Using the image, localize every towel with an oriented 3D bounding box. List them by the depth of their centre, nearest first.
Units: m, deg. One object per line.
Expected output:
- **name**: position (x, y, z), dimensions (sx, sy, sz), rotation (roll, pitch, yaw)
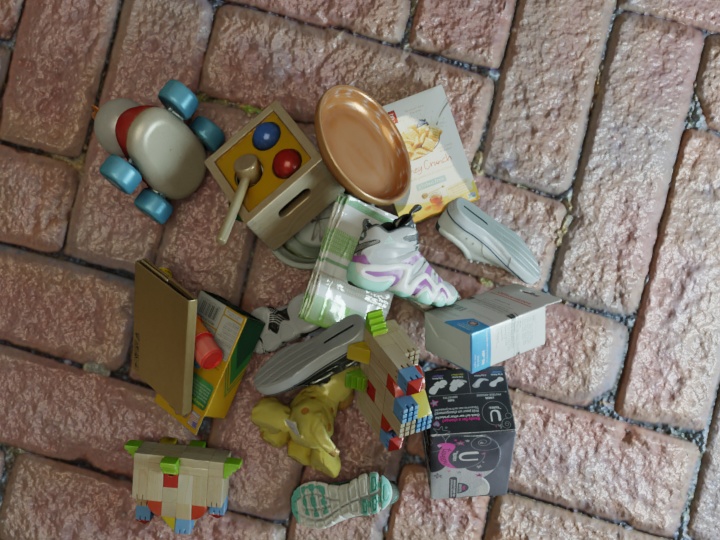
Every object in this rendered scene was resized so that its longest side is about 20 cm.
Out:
- **towel**: position (0.000, 0.000, 1.114), dimensions (0.147, 0.031, 0.204), rotation (20, 85, -26)

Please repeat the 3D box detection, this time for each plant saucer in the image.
- **plant saucer**: position (0.000, -0.190, 1.128), dimensions (0.037, 0.199, 0.203), rotation (-27, 89, 38)
- **plant saucer**: position (-0.064, -0.089, 1.197), dimensions (0.196, 0.050, 0.204), rotation (-8, 66, 18)

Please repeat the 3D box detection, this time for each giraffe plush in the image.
- **giraffe plush**: position (-0.069, 0.210, 1.174), dimensions (0.170, 0.201, 0.164), rotation (29, 61, 5)

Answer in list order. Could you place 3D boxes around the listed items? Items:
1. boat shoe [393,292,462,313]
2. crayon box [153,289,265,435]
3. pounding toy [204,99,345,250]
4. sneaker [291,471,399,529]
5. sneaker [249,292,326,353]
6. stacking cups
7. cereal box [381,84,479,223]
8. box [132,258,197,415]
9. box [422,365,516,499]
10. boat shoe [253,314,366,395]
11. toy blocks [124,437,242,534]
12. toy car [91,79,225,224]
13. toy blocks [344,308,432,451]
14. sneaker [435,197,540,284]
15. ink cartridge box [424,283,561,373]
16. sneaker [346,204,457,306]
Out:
- **boat shoe**: position (0.076, 0.018, 1.198), dimensions (0.199, 0.073, 0.075), rotation (39, 86, -5)
- **crayon box**: position (-0.249, 0.151, 1.192), dimensions (0.124, 0.051, 0.203), rotation (24, 90, 37)
- **pounding toy**: position (-0.153, -0.137, 1.141), dimensions (0.199, 0.142, 0.185), rotation (-39, 59, 1)
- **sneaker**: position (-0.022, 0.381, 1.199), dimensions (0.197, 0.091, 0.079), rotation (-14, 70, 26)
- **sneaker**: position (-0.101, 0.087, 1.204), dimensions (0.198, 0.114, 0.077), rotation (-23, 75, 37)
- **stacking cups**: position (-0.284, 0.079, 1.177), dimensions (0.061, 0.060, 0.200), rotation (-47, 61, 1)
- **cereal box**: position (0.102, -0.190, 1.218), dimensions (0.141, 0.040, 0.204), rotation (-20, 89, 2)
- **box**: position (-0.313, 0.105, 1.151), dimensions (0.162, 0.021, 0.204), rotation (28, 119, 38)
- **box**: position (0.162, 0.256, 1.121), dimensions (0.129, 0.202, 0.116), rotation (-4, 46, 1)
- **boat shoe**: position (-0.063, 0.142, 1.086), dimensions (0.197, 0.073, 0.071), rotation (-27, 126, 10)
- **toy blocks**: position (-0.297, 0.367, 1.203), dimensions (0.195, 0.100, 0.140), rotation (6, 99, 1)
- **toy car**: position (-0.365, -0.216, 1.200), dimensions (0.198, 0.177, 0.186), rotation (27, 76, 30)
- **toy blocks**: position (0.051, 0.175, 1.039), dimensions (0.098, 0.137, 0.203), rotation (-12, 127, -25)
- **sneaker**: position (0.211, -0.040, 1.205), dimensions (0.199, 0.073, 0.071), rotation (39, 131, -9)
- **ink cartridge box**: position (0.212, 0.086, 1.146), dimensions (0.197, 0.115, 0.069), rotation (-16, 112, -30)
- **sneaker**: position (0.080, -0.028, 1.097), dimensions (0.197, 0.077, 0.143), rotation (13, 92, -34)
